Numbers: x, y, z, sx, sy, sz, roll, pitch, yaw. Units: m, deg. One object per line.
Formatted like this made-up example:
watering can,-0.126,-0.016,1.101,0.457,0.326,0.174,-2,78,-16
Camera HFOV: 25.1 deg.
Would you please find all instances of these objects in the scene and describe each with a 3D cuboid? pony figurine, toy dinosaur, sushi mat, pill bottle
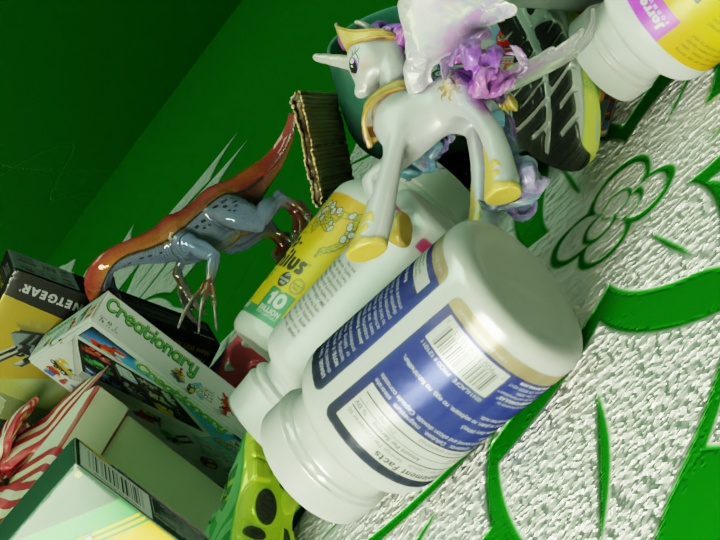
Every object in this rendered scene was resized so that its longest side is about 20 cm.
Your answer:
pony figurine,0.061,-0.115,1.076,0.192,0.166,0.201,-22,58,22
toy dinosaur,-0.140,-0.027,1.334,0.105,0.181,0.201,137,131,-58
sushi mat,-0.030,-0.105,1.385,0.012,0.096,0.200,-11,4,8
pill bottle,0.239,-0.202,1.118,0.200,0.104,0.104,-38,20,36
pill bottle,0.006,0.050,1.162,0.200,0.113,0.113,-47,16,8
pill bottle,0.034,0.070,1.035,0.200,0.116,0.116,-41,18,25
pill bottle,0.000,0.000,1.291,0.200,0.113,0.113,-52,16,-8

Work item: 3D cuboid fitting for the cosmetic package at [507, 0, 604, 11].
cosmetic package,0.184,-0.254,1.194,0.199,0.081,0.113,-4,-38,-43

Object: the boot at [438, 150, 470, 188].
boot,0.014,-0.022,1.384,0.138,0.077,0.200,-29,27,41

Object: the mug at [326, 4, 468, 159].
mug,0.060,-0.157,1.443,0.151,0.115,0.185,-19,28,-6

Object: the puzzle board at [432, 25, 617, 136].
puzzle board,0.115,-0.159,1.306,0.199,0.017,0.151,2,41,21

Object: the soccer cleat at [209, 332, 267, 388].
soccer cleat,-0.103,0.088,1.460,0.200,0.067,0.077,-47,17,21

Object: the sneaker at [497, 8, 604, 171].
sneaker,0.163,-0.157,1.219,0.078,0.090,0.201,-47,38,46

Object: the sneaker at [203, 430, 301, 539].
sneaker,-0.084,0.180,1.179,0.083,0.074,0.200,-36,21,28

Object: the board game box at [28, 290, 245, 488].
board game box,-0.163,0.105,1.330,0.126,0.200,0.035,-28,28,51

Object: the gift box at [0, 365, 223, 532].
gift box,-0.221,0.203,1.291,0.200,0.187,0.185,-35,22,44

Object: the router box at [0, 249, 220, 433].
router box,-0.246,0.091,1.411,0.158,0.199,0.052,-63,26,12

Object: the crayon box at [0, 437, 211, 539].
crayon box,-0.159,0.235,1.027,0.173,0.200,0.058,-49,16,3
